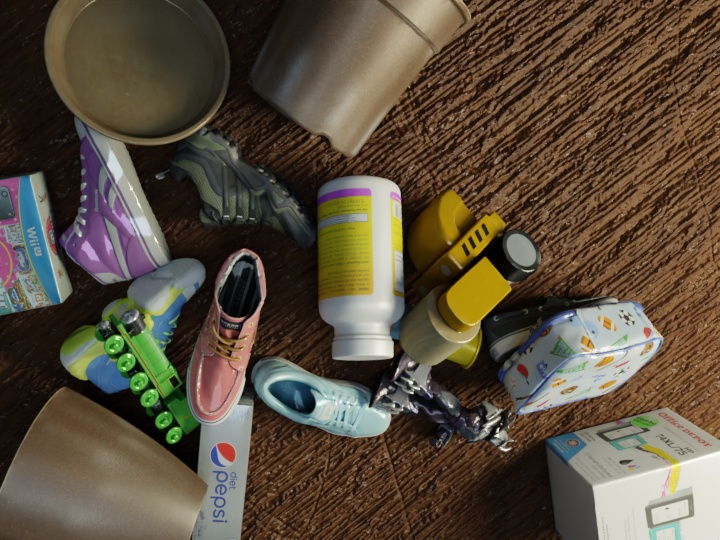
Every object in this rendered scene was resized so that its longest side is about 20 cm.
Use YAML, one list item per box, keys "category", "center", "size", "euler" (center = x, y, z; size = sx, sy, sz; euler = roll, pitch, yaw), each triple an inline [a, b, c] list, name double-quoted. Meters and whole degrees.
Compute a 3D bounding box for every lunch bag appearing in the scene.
- category: "lunch bag"
  center: [0.273, 0.114, 0.896]
  size: [0.196, 0.077, 0.161]
  euler: [-3, 143, -30]

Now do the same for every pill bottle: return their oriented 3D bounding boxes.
- category: "pill bottle"
  center: [0.000, 0.000, 0.828]
  size: [0.101, 0.104, 0.205]
  euler: [1, 79, -10]

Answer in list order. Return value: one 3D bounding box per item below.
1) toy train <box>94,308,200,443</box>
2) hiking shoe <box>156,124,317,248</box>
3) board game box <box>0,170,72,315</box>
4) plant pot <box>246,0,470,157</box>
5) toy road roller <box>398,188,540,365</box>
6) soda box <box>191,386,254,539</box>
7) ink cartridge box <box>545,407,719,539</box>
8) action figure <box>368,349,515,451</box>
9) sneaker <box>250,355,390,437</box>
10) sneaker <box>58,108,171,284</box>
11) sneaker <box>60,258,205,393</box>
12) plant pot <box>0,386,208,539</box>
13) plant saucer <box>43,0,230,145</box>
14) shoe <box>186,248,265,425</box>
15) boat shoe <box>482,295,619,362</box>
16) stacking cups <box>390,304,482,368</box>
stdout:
- category: "toy train"
  center: [-0.242, 0.125, 0.822]
  size: [0.056, 0.041, 0.203]
  euler: [-36, 132, -22]
- category: "hiking shoe"
  center: [-0.143, -0.082, 0.843]
  size: [0.199, 0.076, 0.101]
  euler: [40, 101, -5]
- category: "board game box"
  center: [-0.447, -0.022, 0.797]
  size: [0.195, 0.064, 0.151]
  euler: [-11, 103, -9]
- category: "plant pot"
  center: [-0.013, -0.248, 0.774]
  size: [0.198, 0.201, 0.200]
  euler: [31, 102, -14]
- category: "toy road roller"
  center: [0.104, -0.001, 0.849]
  size: [0.146, 0.123, 0.199]
  euler: [47, 55, 4]
- category: "soda box"
  center: [-0.175, 0.253, 0.894]
  size: [0.062, 0.068, 0.205]
  euler: [5, 99, -9]
- category: "ink cartridge box"
  center: [0.379, 0.302, 0.962]
  size: [0.195, 0.147, 0.150]
  euler: [-12, 102, -8]
- category: "action figure"
  center: [0.114, 0.185, 0.914]
  size: [0.197, 0.070, 0.131]
  euler: [31, 136, -8]
- category: "sneaker"
  center: [-0.047, 0.175, 0.895]
  size: [0.196, 0.082, 0.075]
  euler: [20, 98, -13]
- category: "sneaker"
  center: [-0.308, -0.080, 0.808]
  size: [0.112, 0.073, 0.205]
  euler: [-20, 103, -1]
- category: "sneaker"
  center: [-0.256, 0.073, 0.855]
  size: [0.198, 0.076, 0.106]
  euler: [-34, 124, -4]
- category: "plant pot"
  center: [-0.281, 0.258, 0.804]
  size: [0.196, 0.187, 0.191]
  euler: [21, 97, -6]
- category: "plant saucer"
  center: [-0.243, -0.234, 0.779]
  size: [0.195, 0.029, 0.206]
  euler: [4, 80, -20]
- category: "shoe"
  center: [-0.157, 0.076, 0.818]
  size: [0.070, 0.091, 0.205]
  euler: [15, 76, -6]
- category: "boat shoe"
  center: [0.255, 0.063, 0.939]
  size: [0.196, 0.069, 0.058]
  euler: [-17, 64, -13]
- category: "stacking cups"
  center: [0.058, 0.066, 0.904]
  size: [0.196, 0.061, 0.062]
  euler: [21, 97, -13]
